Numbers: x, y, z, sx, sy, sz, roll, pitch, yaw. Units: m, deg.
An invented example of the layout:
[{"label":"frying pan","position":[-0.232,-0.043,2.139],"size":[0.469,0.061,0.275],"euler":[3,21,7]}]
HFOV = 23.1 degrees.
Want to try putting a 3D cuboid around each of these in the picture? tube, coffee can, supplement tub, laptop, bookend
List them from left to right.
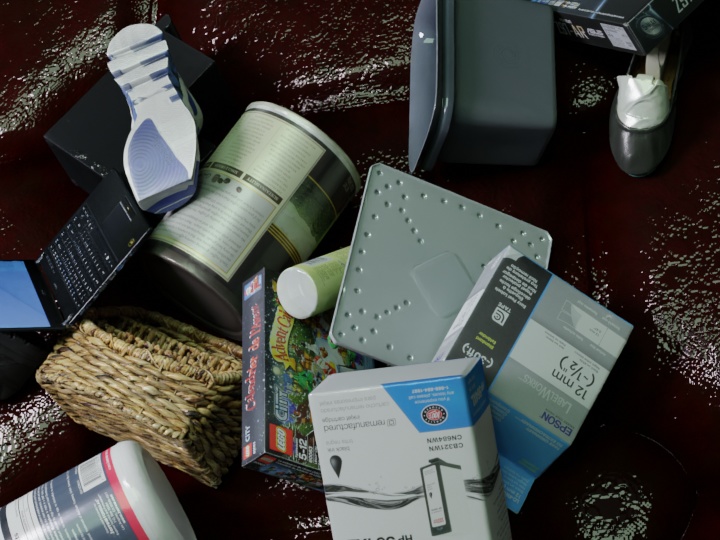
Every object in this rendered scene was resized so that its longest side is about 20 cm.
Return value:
[{"label":"laptop","position":[-0.323,-0.023,1.754],"size":[0.200,0.103,0.177],"euler":[-49,30,6]},{"label":"supplement tub","position":[-0.266,0.262,1.651],"size":[0.200,0.140,0.140],"euler":[-29,54,0]},{"label":"bookend","position":[-0.199,-0.146,1.917],"size":[0.199,0.092,0.200],"euler":[32,72,30]},{"label":"coffee can","position":[-0.113,-0.050,1.794],"size":[0.146,0.146,0.200],"euler":[25,70,30]},{"label":"tube","position":[0.000,0.000,1.733],"size":[0.052,0.200,0.058],"euler":[-32,84,40]}]

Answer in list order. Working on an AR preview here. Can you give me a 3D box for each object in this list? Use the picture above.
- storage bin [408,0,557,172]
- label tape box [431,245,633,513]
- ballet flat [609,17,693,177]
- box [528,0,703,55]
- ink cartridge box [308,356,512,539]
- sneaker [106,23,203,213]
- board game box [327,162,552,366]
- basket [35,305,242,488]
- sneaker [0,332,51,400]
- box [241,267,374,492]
[{"label":"storage bin","position":[0.126,-0.193,1.824],"size":[0.134,0.146,0.200],"euler":[8,59,-8]},{"label":"label tape box","position":[0.142,0.100,1.624],"size":[0.143,0.066,0.200],"euler":[33,67,-5]},{"label":"ballet flat","position":[0.292,-0.194,1.798],"size":[0.068,0.068,0.200],"euler":[6,61,19]},{"label":"box","position":[0.283,-0.301,1.833],"size":[0.160,0.044,0.200],"euler":[-43,29,-10]},{"label":"ink cartridge box","position":[0.047,0.188,1.562],"size":[0.146,0.084,0.200],"euler":[-8,98,15]},{"label":"sneaker","position":[-0.193,-0.143,1.793],"size":[0.080,0.115,0.200],"euler":[-18,63,9]},{"label":"board game box","position":[0.078,0.018,1.694],"size":[0.200,0.026,0.200],"euler":[21,61,-14]},{"label":"basket","position":[-0.198,0.094,1.733],"size":[0.200,0.143,0.149],"euler":[21,68,28]},{"label":"sneaker","position":[-0.415,0.073,1.796],"size":[0.091,0.200,0.076],"euler":[-55,30,8]},{"label":"box","position":[-0.048,0.109,1.681],"size":[0.038,0.136,0.200],"euler":[-34,46,40]}]
